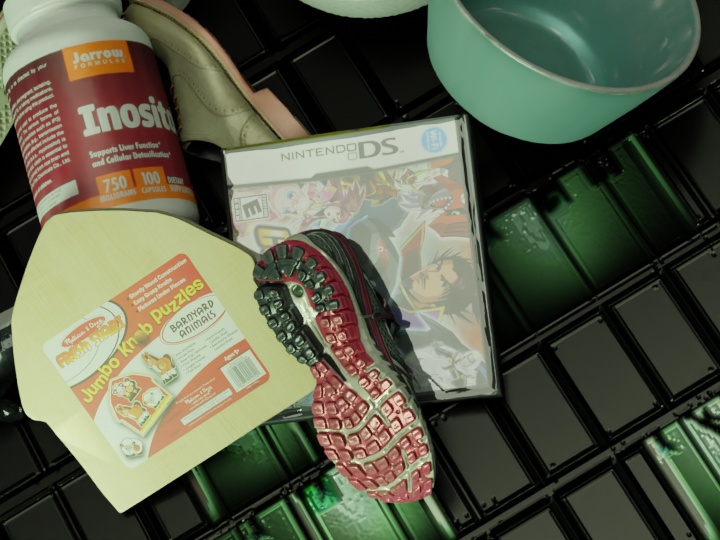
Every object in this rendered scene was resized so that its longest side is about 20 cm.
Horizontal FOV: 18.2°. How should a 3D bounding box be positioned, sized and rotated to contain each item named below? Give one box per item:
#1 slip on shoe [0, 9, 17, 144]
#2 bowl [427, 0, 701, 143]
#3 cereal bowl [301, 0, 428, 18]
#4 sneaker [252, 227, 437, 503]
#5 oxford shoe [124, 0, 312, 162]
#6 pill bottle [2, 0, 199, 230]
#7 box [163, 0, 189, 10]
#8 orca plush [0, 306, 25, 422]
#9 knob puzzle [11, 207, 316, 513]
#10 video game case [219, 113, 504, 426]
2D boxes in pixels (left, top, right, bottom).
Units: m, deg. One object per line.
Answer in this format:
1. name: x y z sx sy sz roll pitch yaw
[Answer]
1. slip on shoe: -0.271 -0.150 1.699 0.061 0.074 0.200 9 60 53
2. bowl: 0.126 -0.167 1.573 0.201 0.105 0.201 13 49 -15
3. cereal bowl: 0.011 -0.274 1.671 0.200 0.083 0.200 -2 71 7
4. sneaker: 0.004 0.063 1.525 0.081 0.075 0.200 -21 95 33
5. oxford shoe: -0.117 -0.129 1.655 0.074 0.071 0.200 -44 67 -3
6. pill bottle: -0.194 -0.110 1.623 0.113 0.113 0.200 -18 77 5
7. box: -0.140 -0.310 1.702 0.112 0.101 0.200 27 71 20
8. orca plush: -0.260 0.072 1.626 0.200 0.071 0.105 -36 22 -8
9. knob puzzle: -0.153 0.041 1.563 0.219 0.030 0.220 1 103 6
10. video game case: 0.000 0.000 1.577 0.180 0.026 0.200 -8 83 9
